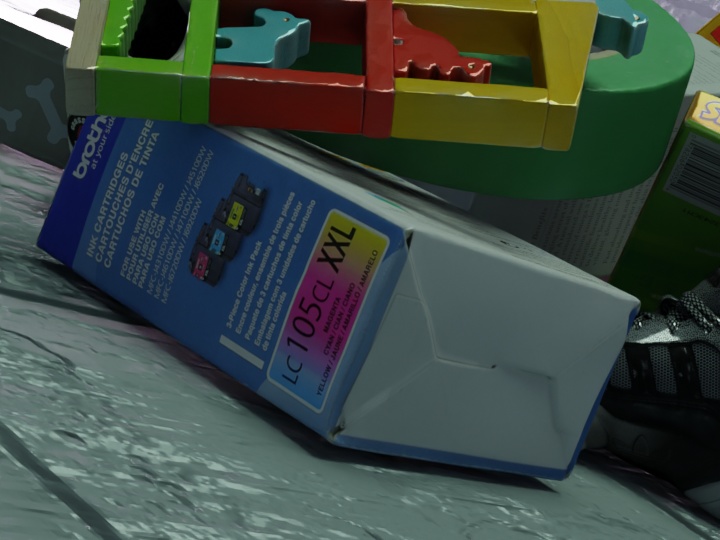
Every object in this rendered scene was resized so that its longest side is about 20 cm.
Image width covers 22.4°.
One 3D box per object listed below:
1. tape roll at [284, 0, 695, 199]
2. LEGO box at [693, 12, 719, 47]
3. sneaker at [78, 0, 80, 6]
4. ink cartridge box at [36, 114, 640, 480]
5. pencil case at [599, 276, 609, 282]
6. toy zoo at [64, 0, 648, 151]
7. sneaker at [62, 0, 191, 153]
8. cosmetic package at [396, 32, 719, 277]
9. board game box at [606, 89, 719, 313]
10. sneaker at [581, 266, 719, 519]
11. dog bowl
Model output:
[{"bbox_3d":[0.035,-0.096,0.744,0.200,0.048,0.201,11,27,-6],"label":"tape roll"},{"bbox_3d":[0.239,-0.046,0.978,0.077,0.149,0.200,32,22,-54],"label":"LEGO box"},{"bbox_3d":[-0.098,-0.138,0.990,0.114,0.073,0.200,-23,0,38],"label":"sneaker"},{"bbox_3d":[-0.019,-0.005,0.657,0.136,0.076,0.200,16,12,-48],"label":"ink cartridge box"},{"bbox_3d":[0.148,0.009,1.043,0.087,0.088,0.200,25,7,13],"label":"pencil case"},{"bbox_3d":[0.003,-0.093,0.645,0.199,0.020,0.131,4,40,-2],"label":"toy zoo"},{"bbox_3d":[-0.065,-0.098,0.814,0.074,0.089,0.200,-2,22,26],"label":"sneaker"},{"bbox_3d":[0.104,-0.055,0.871,0.200,0.102,0.071,-6,34,-40],"label":"cosmetic package"},{"bbox_3d":[0.159,0.010,0.803,0.095,0.200,0.030,25,52,7],"label":"board game box"},{"bbox_3d":[0.121,0.024,0.726,0.200,0.114,0.075,24,7,3],"label":"sneaker"},{"bbox_3d":[-0.144,-0.092,0.942,0.200,0.059,0.200,23,8,-4],"label":"dog bowl"}]
